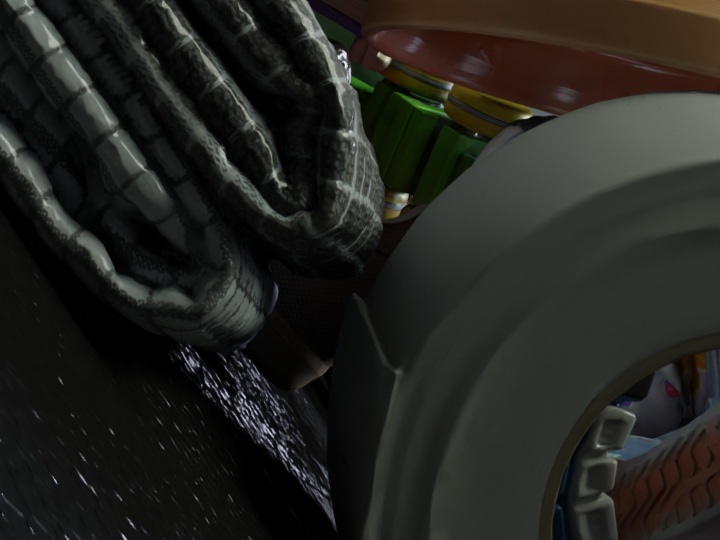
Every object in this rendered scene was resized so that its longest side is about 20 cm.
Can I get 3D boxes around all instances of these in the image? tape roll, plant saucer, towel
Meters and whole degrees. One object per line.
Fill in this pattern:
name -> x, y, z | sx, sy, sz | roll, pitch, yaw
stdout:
tape roll -> 0.091, 0.055, 0.720 | 0.203, 0.202, 0.071 | 55, 3, -19
plant saucer -> 0.100, -0.064, 0.816 | 0.199, 0.033, 0.200 | 14, -2, 1
towel -> -0.068, -0.078, 0.676 | 0.201, 0.085, 0.166 | 56, 2, 3

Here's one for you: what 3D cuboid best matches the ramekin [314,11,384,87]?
ramekin -> -0.050, -0.115, 1.338 | 0.201, 0.097, 0.200 | 56, 3, -4

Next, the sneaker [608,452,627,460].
sneaker -> 0.074, 0.098, 1.110 | 0.201, 0.086, 0.078 | 57, 3, 29

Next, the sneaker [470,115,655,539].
sneaker -> 0.041, 0.050, 0.801 | 0.087, 0.074, 0.202 | -146, -124, -65

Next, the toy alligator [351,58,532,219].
toy alligator -> 0.048, -0.028, 0.919 | 0.054, 0.060, 0.200 | 11, 17, -44

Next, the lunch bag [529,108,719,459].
lunch bag -> 0.091, 0.013, 1.203 | 0.201, 0.127, 0.170 | 55, -10, 10

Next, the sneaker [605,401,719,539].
sneaker -> 0.110, 0.099, 0.855 | 0.080, 0.072, 0.200 | 34, -29, -12

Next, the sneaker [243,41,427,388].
sneaker -> -0.044, -0.060, 0.833 | 0.201, 0.075, 0.070 | 58, 3, 17

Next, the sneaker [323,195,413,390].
sneaker -> 0.021, 0.039, 1.062 | 0.075, 0.070, 0.201 | -31, -107, 56

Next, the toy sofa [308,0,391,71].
toy sofa -> -0.058, -0.152, 0.906 | 0.199, 0.083, 0.098 | 29, -20, -10
